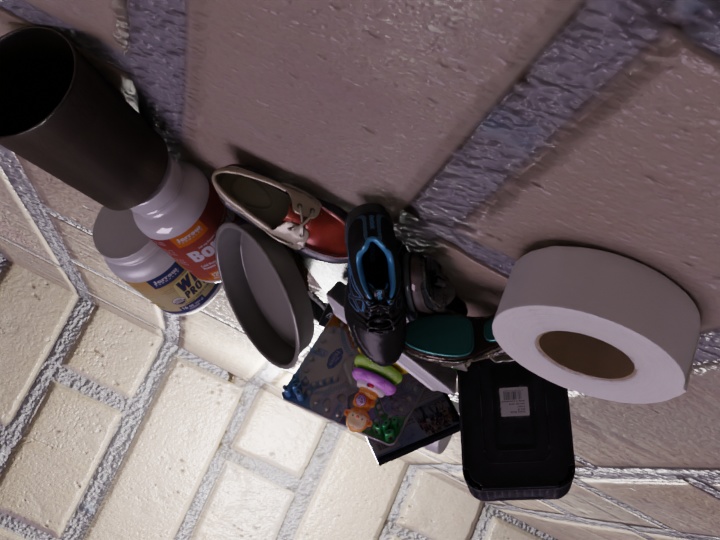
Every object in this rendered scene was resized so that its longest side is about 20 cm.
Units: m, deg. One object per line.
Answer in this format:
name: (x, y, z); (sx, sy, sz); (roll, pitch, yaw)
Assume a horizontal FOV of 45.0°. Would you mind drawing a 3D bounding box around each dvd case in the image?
dvd case: (0.054, 0.189, 1.338); (0.018, 0.141, 0.201); (81, 165, -48)

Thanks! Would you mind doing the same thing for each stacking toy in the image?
stacking toy: (0.027, 0.143, 1.277); (0.115, 0.202, 0.110); (24, 164, 6)

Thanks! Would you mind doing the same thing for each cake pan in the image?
cake pan: (-0.121, 0.028, 1.107); (0.200, 0.036, 0.202); (41, 144, 38)

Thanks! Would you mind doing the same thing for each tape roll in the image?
tape roll: (0.239, 0.059, 0.889); (0.200, 0.071, 0.203); (21, 156, 10)

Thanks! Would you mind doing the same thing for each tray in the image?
tray: (0.038, 0.088, 1.102); (0.199, 0.022, 0.107); (38, -170, 1)

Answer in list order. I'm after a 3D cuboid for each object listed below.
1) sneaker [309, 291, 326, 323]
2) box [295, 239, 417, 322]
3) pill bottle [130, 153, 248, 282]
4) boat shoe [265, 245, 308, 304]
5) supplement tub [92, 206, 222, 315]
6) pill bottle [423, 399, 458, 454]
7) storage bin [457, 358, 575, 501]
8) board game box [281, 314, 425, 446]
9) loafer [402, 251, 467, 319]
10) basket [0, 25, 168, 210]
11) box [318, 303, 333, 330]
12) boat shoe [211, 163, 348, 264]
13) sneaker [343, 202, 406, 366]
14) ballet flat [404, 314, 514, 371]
sneaker: (-0.139, 0.055, 1.466); (0.075, 0.088, 0.200); (9, 157, 44)
box: (0.000, 0.000, 1.154); (0.157, 0.046, 0.200); (20, 163, 23)
pill bottle: (-0.232, -0.073, 1.165); (0.111, 0.113, 0.200); (16, 162, 31)
boat shoe: (-0.103, -0.002, 1.218); (0.067, 0.073, 0.200); (22, -170, -26)
supplement tub: (-0.314, -0.029, 1.370); (0.143, 0.146, 0.200); (17, 162, 28)
pill bottle: (0.066, 0.241, 1.528); (0.198, 0.114, 0.113); (20, 163, 21)
storage bin: (0.195, 0.182, 1.101); (0.133, 0.203, 0.094); (-4, 158, 10)
board game box: (0.006, 0.150, 1.348); (0.198, 0.201, 0.026); (19, 145, 22)
loafer: (0.094, 0.022, 1.074); (0.062, 0.073, 0.200); (-3, 163, 11)
basket: (-0.325, -0.163, 1.006); (0.179, 0.137, 0.200); (20, 167, 33)
box: (0.043, 0.134, 1.512); (0.198, 0.045, 0.160); (17, 161, 28)
boat shoe: (-0.084, -0.067, 1.021); (0.198, 0.072, 0.063); (29, -177, 9)
sneaker: (0.014, 0.030, 0.984); (0.072, 0.082, 0.202); (-10, 117, 0)
ballet flat: (0.148, 0.088, 1.050); (0.197, 0.068, 0.076); (-10, 138, 18)
